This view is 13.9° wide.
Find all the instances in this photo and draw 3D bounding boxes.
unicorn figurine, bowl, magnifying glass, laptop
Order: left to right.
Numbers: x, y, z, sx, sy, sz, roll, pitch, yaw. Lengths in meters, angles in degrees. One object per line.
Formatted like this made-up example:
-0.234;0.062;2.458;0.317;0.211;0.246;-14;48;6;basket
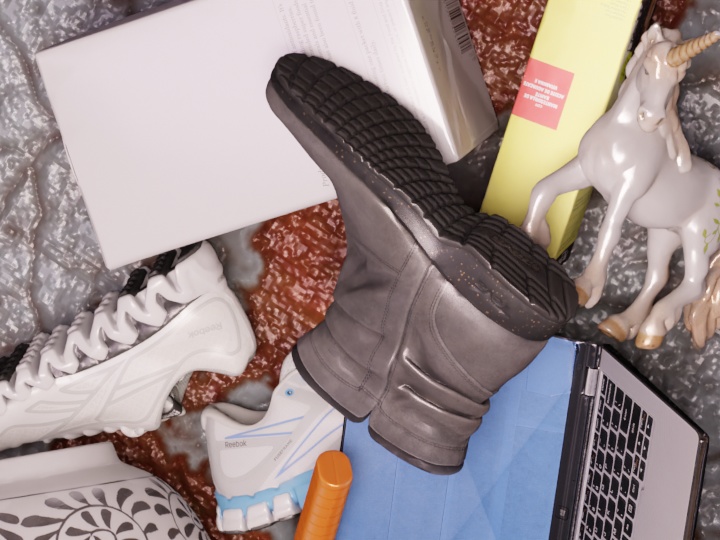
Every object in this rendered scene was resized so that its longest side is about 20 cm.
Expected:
-0.170;0.145;1.587;0.200;0.201;0.095;-11;86;16;bowl
-0.032;0.172;1.582;0.022;0.080;0.201;1;135;-12;magnifying glass
0.072;0.134;1.483;0.115;0.200;0.188;1;108;-19;laptop
0.143;-0.041;1.478;0.074;0.200;0.138;29;87;28;unicorn figurine

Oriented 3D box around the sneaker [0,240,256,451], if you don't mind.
-0.146;0.064;1.626;0.199;0.075;0.081;-31;103;19;sneaker

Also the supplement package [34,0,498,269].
-0.047;-0.094;1.542;0.199;0.120;0.122;-16;97;15;supplement package

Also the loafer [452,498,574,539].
0.125;0.171;1.584;0.063;0.072;0.200;-41;94;2;loafer

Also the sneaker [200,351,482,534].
0.000;0.076;1.590;0.199;0.075;0.087;-19;90;16;sneaker

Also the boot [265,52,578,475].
0.000;0.000;1.454;0.200;0.070;0.132;47;122;14;boot

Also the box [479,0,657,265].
0.112;-0.100;1.526;0.050;0.075;0.201;21;106;10;box
